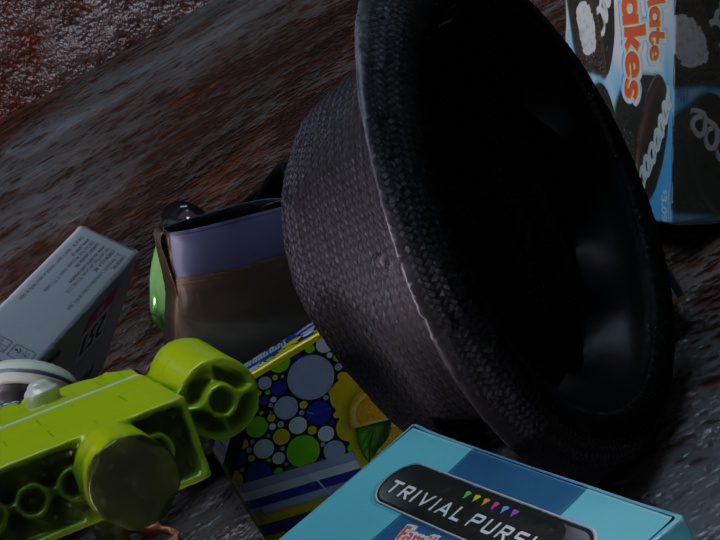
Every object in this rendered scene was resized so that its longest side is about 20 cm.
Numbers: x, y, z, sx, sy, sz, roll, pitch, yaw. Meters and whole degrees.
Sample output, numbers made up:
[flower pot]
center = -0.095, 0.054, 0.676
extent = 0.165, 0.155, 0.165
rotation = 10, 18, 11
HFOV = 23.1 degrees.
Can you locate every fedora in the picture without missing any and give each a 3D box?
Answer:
[fedora]
center = 0.034, -0.011, 0.650
extent = 0.091, 0.201, 0.201
rotation = -23, 17, 35

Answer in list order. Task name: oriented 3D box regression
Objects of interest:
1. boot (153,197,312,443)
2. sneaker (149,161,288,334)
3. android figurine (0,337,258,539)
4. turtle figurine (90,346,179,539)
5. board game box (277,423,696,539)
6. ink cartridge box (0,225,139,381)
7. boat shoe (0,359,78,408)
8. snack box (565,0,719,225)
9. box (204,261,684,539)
[boot]
center = 0.000, 0.000, 0.808
extent = 0.199, 0.097, 0.075
rotation = -21, 15, -21
[sneaker]
center = -0.015, -0.014, 0.885
extent = 0.199, 0.084, 0.077
rotation = -9, 4, -39
[android figurine]
center = -0.128, 0.073, 0.650
extent = 0.181, 0.041, 0.200
rotation = -21, 9, -13
[turtle figurine]
center = -0.105, 0.077, 0.874
extent = 0.161, 0.065, 0.200
rotation = -11, 25, 51
[board game box]
center = -0.008, 0.137, 0.529
extent = 0.200, 0.047, 0.151
rotation = -38, 22, -20
[ink cartridge box]
center = -0.199, 0.093, 0.969
extent = 0.200, 0.043, 0.174
rotation = -56, -11, -57
[boat shoe]
center = -0.189, 0.119, 0.820
extent = 0.200, 0.074, 0.062
rotation = -49, 39, 26
[snack box]
center = 0.135, -0.126, 0.829
extent = 0.037, 0.201, 0.116
rotation = -3, 7, -18
[box]
center = 0.030, 0.032, 0.741
extent = 0.199, 0.070, 0.064
rotation = -31, 4, -1
